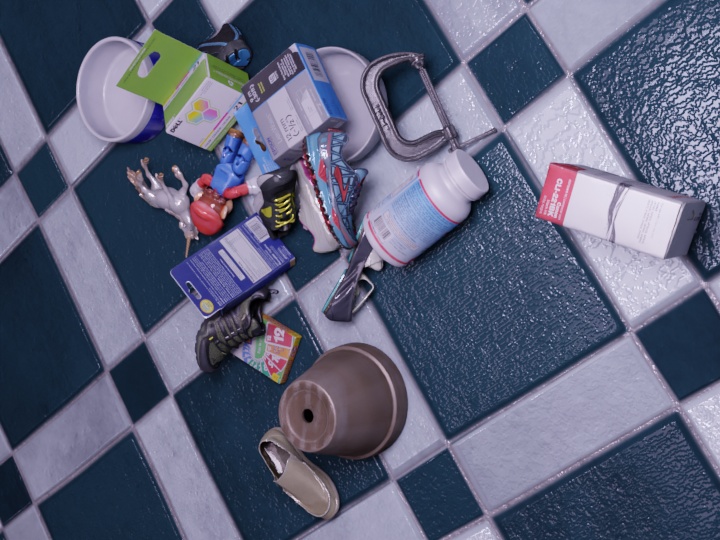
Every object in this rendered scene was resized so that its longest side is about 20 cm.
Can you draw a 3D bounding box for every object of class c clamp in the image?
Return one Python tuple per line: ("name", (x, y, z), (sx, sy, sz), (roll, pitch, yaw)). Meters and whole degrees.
("c clamp", (0.098, -0.268, 1.576), (0.169, 0.027, 0.202), (-30, 93, 7))

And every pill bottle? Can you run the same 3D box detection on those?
("pill bottle", (0.107, -0.102, 1.578), (0.199, 0.108, 0.110), (-38, 74, 27))

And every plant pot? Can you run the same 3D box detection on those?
("plant pot", (-0.045, 0.232, 1.651), (0.197, 0.173, 0.204), (2, 95, 32))

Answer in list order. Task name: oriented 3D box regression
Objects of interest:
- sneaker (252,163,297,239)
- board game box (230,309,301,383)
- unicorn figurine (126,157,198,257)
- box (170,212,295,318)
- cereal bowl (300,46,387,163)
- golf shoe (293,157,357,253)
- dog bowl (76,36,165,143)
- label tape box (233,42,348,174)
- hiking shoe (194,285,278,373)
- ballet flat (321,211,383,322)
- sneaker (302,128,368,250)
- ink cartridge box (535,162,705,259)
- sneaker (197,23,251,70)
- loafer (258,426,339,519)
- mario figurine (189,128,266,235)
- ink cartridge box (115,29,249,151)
("sneaker", (-0.136, -0.118, 1.701), (0.074, 0.200, 0.086), (-21, 78, -15))
("board game box", (-0.205, 0.122, 1.827), (0.199, 0.030, 0.097), (29, 106, 29))
("unicorn figurine", (-0.369, -0.137, 1.880), (0.199, 0.073, 0.139), (36, 149, 45))
("box", (-0.231, -0.005, 1.758), (0.121, 0.199, 0.033), (48, 159, 19))
("cereal bowl", (-0.035, -0.276, 1.668), (0.197, 0.083, 0.204), (2, 93, 31))
("golf shoe", (-0.085, -0.124, 1.715), (0.091, 0.075, 0.202), (-34, 75, 31))
("dog bowl", (-0.464, -0.353, 1.926), (0.197, 0.078, 0.204), (2, 93, 31))
("label tape box", (-0.135, -0.263, 1.645), (0.199, 0.066, 0.145), (-32, 77, 27))
("hiking shoe", (-0.227, 0.105, 1.774), (0.100, 0.076, 0.202), (27, 92, 30))
("ballet flat", (0.000, 0.000, 1.679), (0.073, 0.073, 0.202), (29, 101, 26))
("sneaker", (-0.027, -0.133, 1.595), (0.094, 0.079, 0.203), (-18, 108, -2))
("ink cartridge box", (0.373, -0.088, 1.397), (0.198, 0.144, 0.085), (21, 104, 29))
("sneaker", (-0.289, -0.378, 1.833), (0.199, 0.073, 0.083), (-34, 63, 20))
("loafer", (-0.119, 0.372, 1.762), (0.200, 0.068, 0.076), (44, 113, 21))
("mario figurine", (-0.247, -0.158, 1.823), (0.202, 0.105, 0.123), (-61, 28, 7))
("ink cartridge box", (-0.317, -0.320, 1.757), (0.148, 0.198, 0.077), (-43, 45, 31))
